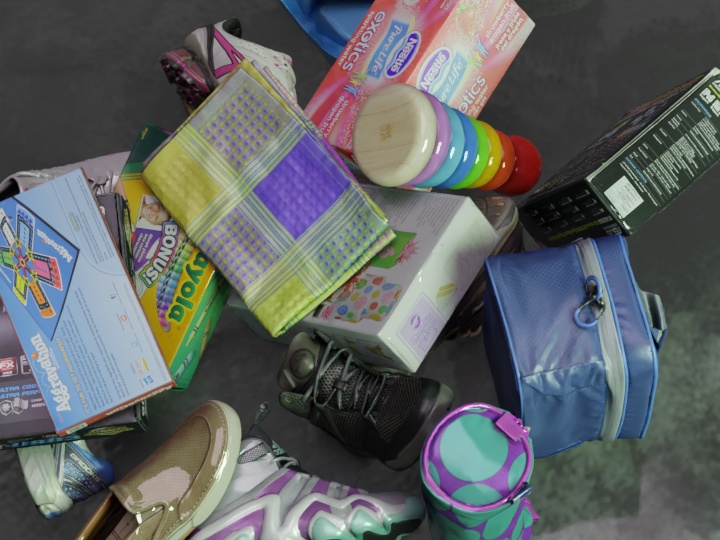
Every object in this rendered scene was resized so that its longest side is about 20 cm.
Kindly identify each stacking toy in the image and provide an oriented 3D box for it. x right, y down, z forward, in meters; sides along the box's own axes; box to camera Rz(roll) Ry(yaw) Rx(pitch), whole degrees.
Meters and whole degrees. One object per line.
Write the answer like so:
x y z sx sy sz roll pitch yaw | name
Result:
0.087 -0.101 1.604 0.085 0.200 0.086 -7 79 42 | stacking toy

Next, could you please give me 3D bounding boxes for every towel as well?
-0.081 -0.060 1.557 0.144 0.023 0.200 -41 74 9 | towel

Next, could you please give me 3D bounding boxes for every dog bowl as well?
-0.017 -0.258 1.779 0.111 0.050 0.200 -33 64 -12 | dog bowl

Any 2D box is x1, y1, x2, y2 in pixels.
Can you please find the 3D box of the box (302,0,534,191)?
0.048 -0.171 1.662 0.103 0.095 0.200 26 81 46 | box

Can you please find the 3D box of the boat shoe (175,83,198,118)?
-0.106 -0.111 1.700 0.069 0.071 0.200 -22 62 -4 | boat shoe

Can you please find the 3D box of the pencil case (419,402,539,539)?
0.094 0.175 1.463 0.092 0.200 0.085 -30 67 -10 | pencil case

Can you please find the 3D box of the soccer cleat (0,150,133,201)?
-0.272 -0.063 1.683 0.200 0.085 0.069 -21 63 -5 | soccer cleat

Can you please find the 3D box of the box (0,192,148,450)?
-0.283 0.046 1.561 0.200 0.050 0.199 -7 74 2 | box

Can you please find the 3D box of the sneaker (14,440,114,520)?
-0.261 0.109 1.608 0.085 0.077 0.200 -18 72 -9 | sneaker

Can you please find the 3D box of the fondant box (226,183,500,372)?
0.000 0.000 1.588 0.200 0.058 0.144 9 59 48 | fondant box

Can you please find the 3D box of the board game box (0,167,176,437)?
-0.234 0.024 1.529 0.103 0.019 0.200 -23 74 -6 | board game box

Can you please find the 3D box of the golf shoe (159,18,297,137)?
-0.088 -0.157 1.642 0.092 0.073 0.200 -39 57 -14 | golf shoe

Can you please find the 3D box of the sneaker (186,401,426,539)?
-0.054 0.170 1.549 0.200 0.078 0.140 -11 63 -1 | sneaker

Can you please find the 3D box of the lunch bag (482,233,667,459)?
0.175 0.058 1.515 0.132 0.200 0.136 -11 65 -3 | lunch bag

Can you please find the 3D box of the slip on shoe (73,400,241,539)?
-0.173 0.187 1.524 0.200 0.061 0.076 -52 43 5 | slip on shoe

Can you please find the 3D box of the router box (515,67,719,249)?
0.227 -0.085 1.585 0.150 0.200 0.062 -41 94 -13 | router box

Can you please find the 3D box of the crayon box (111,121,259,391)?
-0.168 -0.011 1.622 0.119 0.058 0.200 25 92 19 | crayon box

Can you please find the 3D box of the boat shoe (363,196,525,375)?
0.082 0.026 1.603 0.074 0.073 0.200 14 58 51 | boat shoe

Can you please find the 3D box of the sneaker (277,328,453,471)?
-0.003 0.101 1.498 0.114 0.199 0.076 32 79 -17 | sneaker
